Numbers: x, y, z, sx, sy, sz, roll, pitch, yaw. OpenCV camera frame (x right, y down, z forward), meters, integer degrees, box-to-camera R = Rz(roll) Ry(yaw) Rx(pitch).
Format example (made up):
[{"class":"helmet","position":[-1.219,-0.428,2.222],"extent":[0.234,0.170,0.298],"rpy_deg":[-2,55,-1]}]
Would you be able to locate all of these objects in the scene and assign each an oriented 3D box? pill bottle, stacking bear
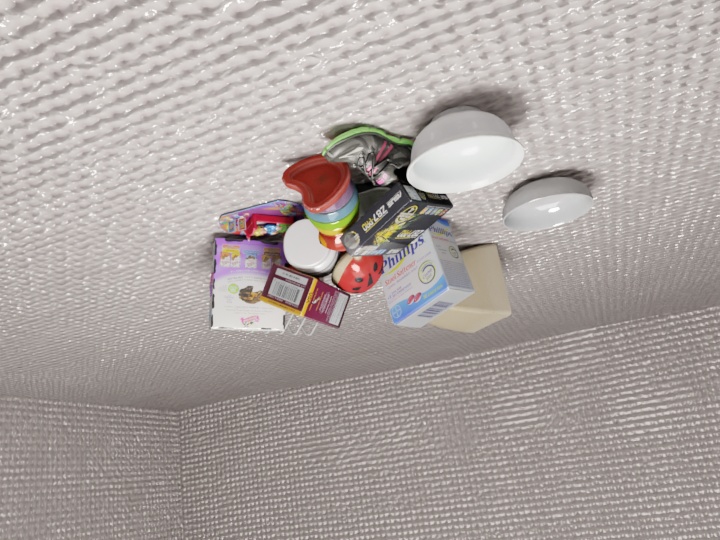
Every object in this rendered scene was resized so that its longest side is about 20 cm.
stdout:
[{"class":"pill bottle","position":[-0.104,-0.047,1.395],"extent":[0.112,0.115,0.200],"rpy_deg":[-8,174,2]},{"class":"stacking bear","position":[-0.053,-0.110,1.213],"extent":[0.113,0.122,0.201],"rpy_deg":[-35,146,-11]}]

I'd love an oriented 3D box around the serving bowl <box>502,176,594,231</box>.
[{"class":"serving bowl","position":[0.405,-0.154,1.423],"extent":[0.197,0.067,0.200],"rpy_deg":[-6,162,-2]}]

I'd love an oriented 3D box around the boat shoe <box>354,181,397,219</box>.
[{"class":"boat shoe","position":[-0.007,-0.137,1.298],"extent":[0.198,0.076,0.060],"rpy_deg":[0,-152,27]}]

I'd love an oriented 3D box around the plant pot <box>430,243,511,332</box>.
[{"class":"plant pot","position":[0.263,0.053,1.763],"extent":[0.175,0.202,0.200],"rpy_deg":[0,161,-25]}]

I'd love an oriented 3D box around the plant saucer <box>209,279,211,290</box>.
[{"class":"plant saucer","position":[-0.264,0.033,1.572],"extent":[0.198,0.201,0.036],"rpy_deg":[0,126,-23]}]

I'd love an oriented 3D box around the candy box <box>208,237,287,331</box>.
[{"class":"candy box","position":[-0.254,0.035,1.465],"extent":[0.166,0.203,0.071],"rpy_deg":[4,173,-18]}]

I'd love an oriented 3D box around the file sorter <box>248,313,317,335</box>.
[{"class":"file sorter","position":[-0.209,0.088,1.707],"extent":[0.199,0.139,0.125],"rpy_deg":[8,120,-41]}]

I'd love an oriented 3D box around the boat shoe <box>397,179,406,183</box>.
[{"class":"boat shoe","position":[0.115,-0.135,1.368],"extent":[0.072,0.061,0.202],"rpy_deg":[-32,160,2]}]

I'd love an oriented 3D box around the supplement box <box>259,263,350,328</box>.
[{"class":"supplement box","position":[-0.115,0.058,1.415],"extent":[0.109,0.087,0.200],"rpy_deg":[20,176,24]}]

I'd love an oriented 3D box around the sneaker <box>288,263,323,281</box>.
[{"class":"sneaker","position":[-0.134,0.047,1.621],"extent":[0.115,0.200,0.079],"rpy_deg":[15,116,-42]}]

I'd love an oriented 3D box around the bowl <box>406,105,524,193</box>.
[{"class":"bowl","position":[0.170,-0.215,1.101],"extent":[0.198,0.091,0.201],"rpy_deg":[-7,163,-2]}]

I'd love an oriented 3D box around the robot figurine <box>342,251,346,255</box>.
[{"class":"robot figurine","position":[-0.036,-0.045,1.576],"extent":[0.144,0.059,0.199],"rpy_deg":[4,159,-36]}]

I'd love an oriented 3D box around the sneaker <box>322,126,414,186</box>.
[{"class":"sneaker","position":[0.028,-0.192,1.120],"extent":[0.198,0.085,0.077],"rpy_deg":[3,159,-30]}]

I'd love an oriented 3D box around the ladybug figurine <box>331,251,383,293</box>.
[{"class":"ladybug figurine","position":[0.000,0.000,1.466],"extent":[0.135,0.072,0.200],"rpy_deg":[-38,167,-5]}]

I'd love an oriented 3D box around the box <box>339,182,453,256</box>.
[{"class":"box","position":[0.071,-0.094,1.228],"extent":[0.161,0.049,0.199],"rpy_deg":[-39,164,25]}]

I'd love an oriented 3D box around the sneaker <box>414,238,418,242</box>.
[{"class":"sneaker","position":[0.031,-0.099,1.442],"extent":[0.199,0.074,0.114],"rpy_deg":[19,154,-35]}]

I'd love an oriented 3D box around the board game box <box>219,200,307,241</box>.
[{"class":"board game box","position":[-0.202,-0.090,1.398],"extent":[0.198,0.039,0.158],"rpy_deg":[-12,161,15]}]

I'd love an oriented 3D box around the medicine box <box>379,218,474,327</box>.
[{"class":"medicine box","position":[0.143,0.004,1.519],"extent":[0.102,0.202,0.182],"rpy_deg":[9,143,-43]}]
